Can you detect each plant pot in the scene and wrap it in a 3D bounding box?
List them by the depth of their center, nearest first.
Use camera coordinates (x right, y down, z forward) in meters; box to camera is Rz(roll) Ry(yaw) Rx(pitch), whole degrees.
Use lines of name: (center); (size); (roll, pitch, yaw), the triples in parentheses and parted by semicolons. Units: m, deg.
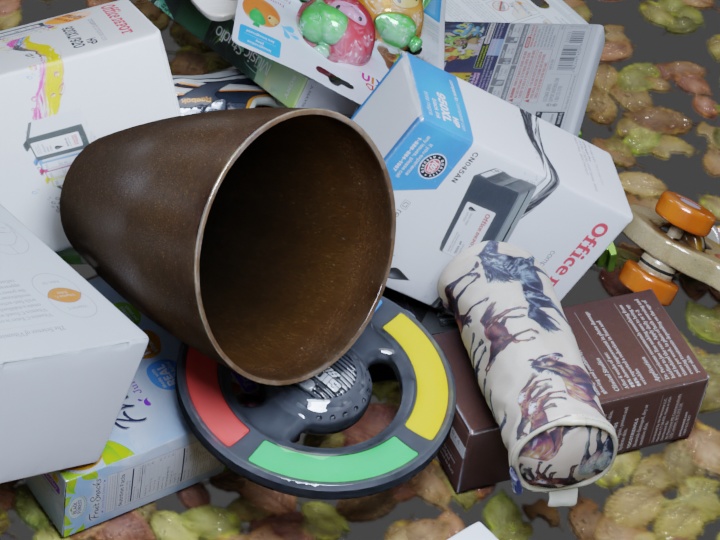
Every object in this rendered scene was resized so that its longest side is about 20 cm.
plant pot: (-0.110, -0.033, 1.602); (0.200, 0.188, 0.187); (15, 37, 43)

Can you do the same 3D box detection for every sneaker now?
sneaker: (-0.135, -0.114, 1.875); (0.199, 0.079, 0.079); (-17, 43, -27)

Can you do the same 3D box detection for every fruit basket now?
fruit basket: (-0.008, -0.208, 1.824); (0.185, 0.094, 0.200); (25, 35, -17)

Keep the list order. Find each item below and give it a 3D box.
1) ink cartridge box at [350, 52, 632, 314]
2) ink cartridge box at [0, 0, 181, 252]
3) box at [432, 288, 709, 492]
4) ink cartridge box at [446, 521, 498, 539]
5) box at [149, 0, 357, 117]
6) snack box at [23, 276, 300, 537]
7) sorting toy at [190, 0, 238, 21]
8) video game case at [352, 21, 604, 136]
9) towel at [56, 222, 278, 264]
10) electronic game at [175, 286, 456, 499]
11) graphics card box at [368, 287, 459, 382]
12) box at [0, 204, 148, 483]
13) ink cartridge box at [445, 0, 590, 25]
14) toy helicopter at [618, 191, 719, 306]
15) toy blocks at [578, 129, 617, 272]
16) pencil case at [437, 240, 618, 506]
ink cartridge box: (0.077, -0.050, 1.701); (0.199, 0.145, 0.084); (23, 33, -28)
ink cartridge box: (-0.240, -0.103, 1.742); (0.199, 0.145, 0.147); (-16, 20, -10)
box: (0.145, 0.088, 1.713); (0.199, 0.075, 0.100); (-10, 47, -21)
ink cartridge box: (0.038, 0.257, 1.530); (0.200, 0.050, 0.109); (-26, 53, -33)
box: (-0.066, -0.190, 1.948); (0.200, 0.036, 0.144); (38, 23, 34)
snack box: (-0.166, 0.083, 1.670); (0.199, 0.068, 0.169); (-22, 52, -27)
sorting toy: (-0.090, -0.257, 1.932); (0.199, 0.107, 0.180); (13, 42, -32)
video game case: (0.092, -0.139, 1.851); (0.181, 0.023, 0.200); (3, 39, 15)
towel: (-0.131, -0.045, 1.762); (0.199, 0.031, 0.149); (-3, 21, 21)
electronic game: (-0.031, 0.079, 1.624); (0.199, 0.042, 0.200); (7, 46, -7)
graphics card box: (0.000, 0.000, 1.798); (0.125, 0.051, 0.200); (-6, 46, -16)
box: (-0.271, 0.041, 1.541); (0.200, 0.107, 0.152); (40, 28, 30)
ink cartridge box: (0.084, -0.213, 2.045); (0.199, 0.047, 0.160); (-20, 50, -31)
toy helicopter: (0.294, 0.000, 1.831); (0.199, 0.079, 0.132); (25, 12, -8)
toy blocks: (0.109, -0.067, 1.858); (0.136, 0.100, 0.201); (-12, 59, -9)
pencil case: (0.114, 0.067, 1.618); (0.077, 0.090, 0.200); (1, 42, -20)
